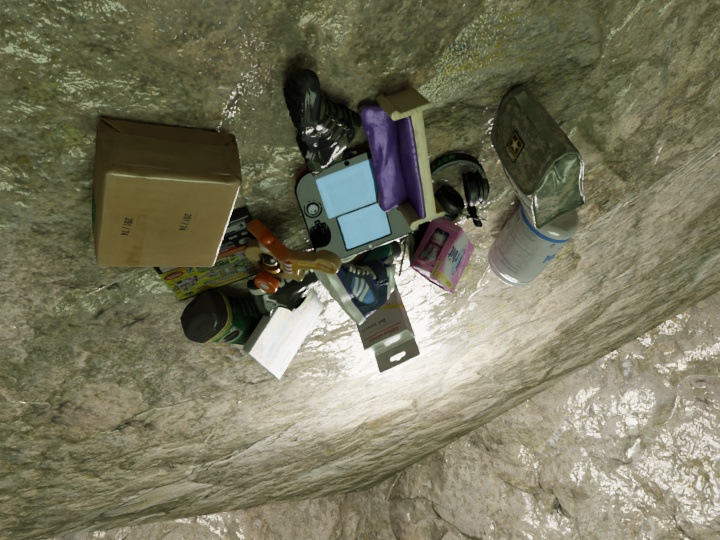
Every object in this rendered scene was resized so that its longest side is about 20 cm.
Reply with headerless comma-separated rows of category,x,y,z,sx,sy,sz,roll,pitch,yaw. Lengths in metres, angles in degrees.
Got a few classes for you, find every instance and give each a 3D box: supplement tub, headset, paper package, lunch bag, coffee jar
supplement tub,0.386,-0.072,1.236,0.129,0.134,0.202,-7,147,-22
headset,0.194,-0.155,1.071,0.122,0.096,0.200,-27,134,19
paper package,-0.289,-0.105,0.801,0.186,0.105,0.201,0,145,-29
lunch bag,0.306,-0.198,0.951,0.116,0.167,0.200,-27,149,9
coffee jar,-0.270,0.102,1.132,0.103,0.087,0.199,-36,156,19

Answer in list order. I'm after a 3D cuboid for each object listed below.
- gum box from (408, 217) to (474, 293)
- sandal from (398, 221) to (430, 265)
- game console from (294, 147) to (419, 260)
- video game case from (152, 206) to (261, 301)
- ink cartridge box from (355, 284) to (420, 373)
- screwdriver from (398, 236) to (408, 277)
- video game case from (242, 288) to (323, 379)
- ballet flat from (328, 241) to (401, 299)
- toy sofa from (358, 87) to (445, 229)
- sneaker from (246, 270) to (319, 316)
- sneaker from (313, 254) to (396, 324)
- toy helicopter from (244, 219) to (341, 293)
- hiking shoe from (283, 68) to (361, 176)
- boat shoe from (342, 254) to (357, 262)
gum box,0.173,-0.030,1.145,0.116,0.065,0.200,-62,158,-1
sandal,0.102,-0.089,1.112,0.080,0.057,0.203,-46,139,-24
game console,-0.004,-0.114,0.947,0.195,0.031,0.180,-19,116,-3
video game case,-0.277,-0.026,1.011,0.195,0.026,0.182,-19,149,-4
ink cartridge box,0.051,0.118,1.262,0.115,0.204,0.067,-26,150,12
screwdriver,0.091,-0.086,1.041,0.027,0.029,0.205,5,111,-17
video game case,-0.162,0.121,1.195,0.202,0.023,0.183,-58,155,-17
ballet flat,0.016,0.004,1.199,0.199,0.069,0.068,-37,158,26
toy sofa,0.067,-0.171,0.864,0.095,0.083,0.204,-18,126,-6
sneaker,-0.130,0.032,1.101,0.197,0.066,0.093,-22,118,-27
sneaker,0.000,0.000,1.090,0.146,0.080,0.201,-45,132,-13
toy helicopter,-0.122,-0.026,0.951,0.196,0.080,0.133,4,144,31
hiking shoe,-0.050,-0.226,0.799,0.099,0.077,0.201,-25,159,-8
boat shoe,0.019,-0.099,1.010,0.200,0.061,0.072,-38,116,6
